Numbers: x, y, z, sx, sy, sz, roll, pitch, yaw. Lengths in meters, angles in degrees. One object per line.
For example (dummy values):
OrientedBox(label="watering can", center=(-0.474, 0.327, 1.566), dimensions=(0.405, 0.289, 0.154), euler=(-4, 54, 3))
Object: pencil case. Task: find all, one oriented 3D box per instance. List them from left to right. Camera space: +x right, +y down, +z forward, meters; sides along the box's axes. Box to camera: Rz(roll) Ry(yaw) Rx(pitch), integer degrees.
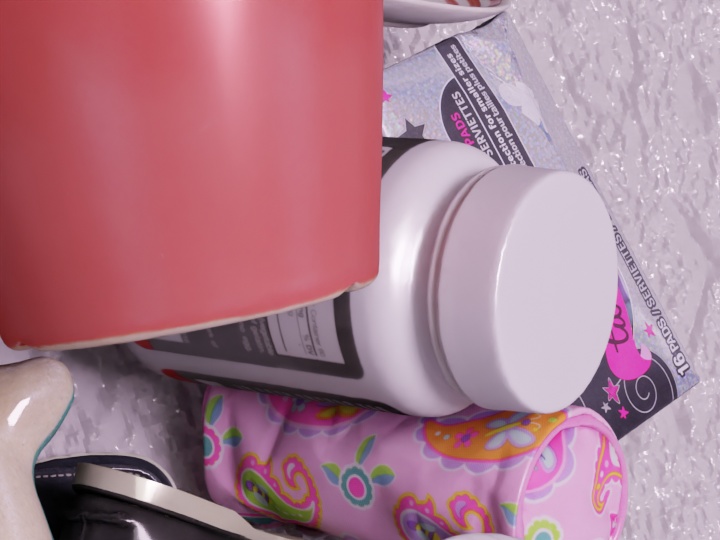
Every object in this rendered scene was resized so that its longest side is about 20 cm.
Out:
OrientedBox(label="pencil case", center=(0.018, 0.087, 0.946), dimensions=(0.087, 0.199, 0.088), euler=(-10, 103, -48))

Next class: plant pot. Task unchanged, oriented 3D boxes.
OrientedBox(label="plant pot", center=(-0.077, -0.071, 0.784), dimensions=(0.199, 0.200, 0.179), euler=(-14, 96, -32))

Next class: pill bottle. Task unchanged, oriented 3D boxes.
OrientedBox(label="pill bottle", center=(0.000, 0.000, 0.902), dimensions=(0.114, 0.199, 0.115), euler=(-11, 104, -53))

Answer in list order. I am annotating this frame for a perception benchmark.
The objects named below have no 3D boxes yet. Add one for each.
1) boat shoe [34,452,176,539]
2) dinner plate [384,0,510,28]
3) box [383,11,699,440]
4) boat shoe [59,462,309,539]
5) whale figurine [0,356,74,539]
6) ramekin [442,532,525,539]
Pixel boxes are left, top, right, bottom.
OrientedBox(label="boat shoe", center=(-0.159, 0.123, 0.919), dimensions=(0.199, 0.062, 0.075), euler=(-12, 80, -34))
OrientedBox(label="dinner plate", center=(-0.026, -0.147, 1.019), dimensions=(0.199, 0.200, 0.024), euler=(9, 109, -28))
OrientedBox(label="box", center=(0.044, 0.003, 1.025), dimensions=(0.114, 0.132, 0.201), euler=(-29, 92, -40))
OrientedBox(label="boat shoe", center=(-0.043, 0.140, 0.935), dimensions=(0.201, 0.073, 0.064), euler=(22, 76, -32))
OrientedBox(label="whale figurine", center=(-0.158, 0.132, 0.834), dimensions=(0.158, 0.104, 0.201), euler=(1, 61, 6))
OrientedBox(label="ramekin", center=(0.047, 0.197, 0.806), dimensions=(0.200, 0.097, 0.202), euler=(-25, 128, -36))
